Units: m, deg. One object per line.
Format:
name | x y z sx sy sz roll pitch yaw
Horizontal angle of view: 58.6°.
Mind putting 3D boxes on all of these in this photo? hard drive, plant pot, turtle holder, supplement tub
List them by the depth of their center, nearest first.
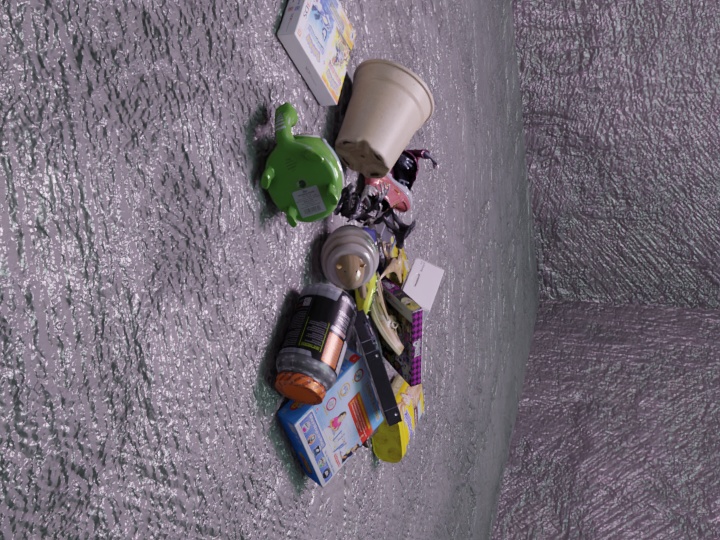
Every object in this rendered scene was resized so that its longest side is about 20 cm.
turtle holder | -0.109 -0.184 1.144 0.184 0.141 0.133 39 28 -12
supplement tub | -0.086 0.139 1.209 0.124 0.119 0.204 61 40 -49
hard drive | 0.031 0.199 1.326 0.140 0.037 0.205 -117 -171 -68
plant pot | 0.038 -0.312 1.388 0.187 0.196 0.201 -65 148 -20

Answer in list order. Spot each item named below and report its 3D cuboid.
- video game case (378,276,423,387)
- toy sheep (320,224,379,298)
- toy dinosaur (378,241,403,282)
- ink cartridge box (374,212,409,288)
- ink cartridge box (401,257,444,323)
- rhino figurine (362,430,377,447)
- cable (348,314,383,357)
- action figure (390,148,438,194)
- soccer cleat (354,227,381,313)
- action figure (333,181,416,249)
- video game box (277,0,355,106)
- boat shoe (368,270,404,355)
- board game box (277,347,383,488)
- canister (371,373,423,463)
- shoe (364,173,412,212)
video game case | 0.090 0.142 1.526 0.035 0.181 0.205 -13 120 -23
toy sheep | -0.023 -0.026 1.334 0.201 0.134 0.141 -103 180 -61
toy dinosaur | 0.082 -0.021 1.520 0.200 0.057 0.104 2 76 -75
ink cartridge box | 0.058 -0.007 1.608 0.200 0.046 0.203 69 32 -42
ink cartridge box | 0.132 0.092 1.634 0.202 0.085 0.147 105 8 -49
rhino figurine | 0.013 0.361 1.488 0.202 0.058 0.089 96 18 -59
cable | -0.016 0.194 1.433 0.200 0.067 0.206 -39 127 -58
action figure | 0.117 -0.273 1.688 0.148 0.134 0.201 39 28 -8
soccer cleat | 0.000 0.000 1.438 0.065 0.081 0.206 118 -22 -69
action figure | 0.022 -0.133 1.320 0.104 0.197 0.119 -64 170 27
video game box | -0.080 -0.462 1.255 0.200 0.046 0.187 49 51 -56
boat shoe | 0.055 0.096 1.466 0.204 0.062 0.073 63 2 28
board game box | -0.054 0.294 1.291 0.195 0.055 0.204 -42 133 -29
canister | 0.101 0.379 1.690 0.200 0.084 0.153 -48 135 -56
shoe | 0.065 -0.173 1.556 0.200 0.070 0.093 41 47 -49
